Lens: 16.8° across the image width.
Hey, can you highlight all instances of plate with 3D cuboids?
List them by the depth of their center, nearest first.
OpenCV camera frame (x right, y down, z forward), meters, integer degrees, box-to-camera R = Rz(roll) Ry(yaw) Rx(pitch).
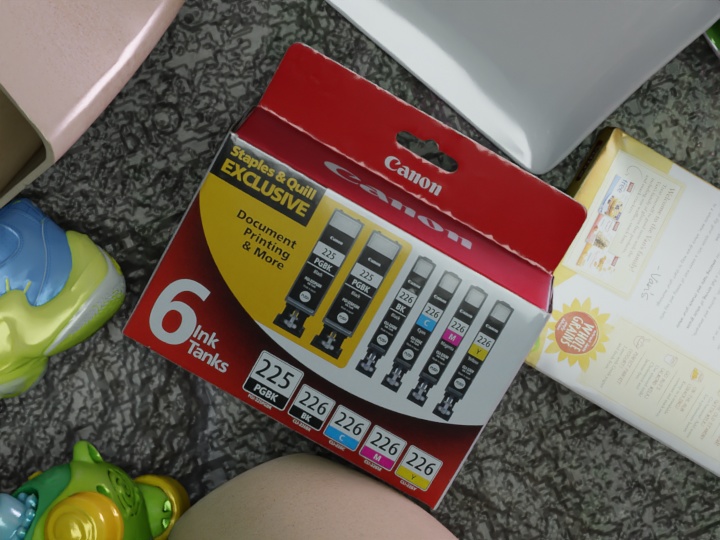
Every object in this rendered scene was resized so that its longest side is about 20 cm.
[{"bbox_3d":[0.080,-0.168,1.339,0.200,0.200,0.032,40,49,-6],"label":"plate"}]

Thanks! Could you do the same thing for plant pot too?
[{"bbox_3d":[-0.200,-0.151,1.280,0.200,0.200,0.177,51,56,-5],"label":"plant pot"},{"bbox_3d":[-0.033,0.180,1.334,0.200,0.200,0.135,-30,72,-4],"label":"plant pot"}]

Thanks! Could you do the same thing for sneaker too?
[{"bbox_3d":[-0.231,0.039,1.361,0.200,0.076,0.105,-41,84,-10],"label":"sneaker"}]

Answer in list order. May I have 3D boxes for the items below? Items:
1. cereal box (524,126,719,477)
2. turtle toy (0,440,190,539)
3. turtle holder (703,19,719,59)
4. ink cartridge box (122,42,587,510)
[{"bbox_3d":[0.192,0.028,1.411,0.199,0.040,0.144,31,90,-7],"label":"cereal box"},{"bbox_3d":[-0.166,0.193,1.343,0.101,0.146,0.201,5,91,15],"label":"turtle toy"},{"bbox_3d":[0.255,-0.161,1.373,0.132,0.186,0.141,-36,63,-4],"label":"turtle holder"},{"bbox_3d":[0.000,0.000,1.340,0.199,0.084,0.176,29,106,-2],"label":"ink cartridge box"}]
